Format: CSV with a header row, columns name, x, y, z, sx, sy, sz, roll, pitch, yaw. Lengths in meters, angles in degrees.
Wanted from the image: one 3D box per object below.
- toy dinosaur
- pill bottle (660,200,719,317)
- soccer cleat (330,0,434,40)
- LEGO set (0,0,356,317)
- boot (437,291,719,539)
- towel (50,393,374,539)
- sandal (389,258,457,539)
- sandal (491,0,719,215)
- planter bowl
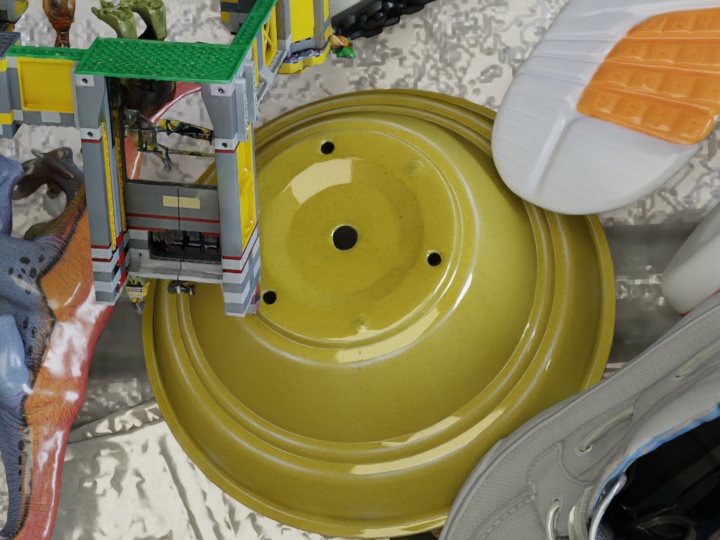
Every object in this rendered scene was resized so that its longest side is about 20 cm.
name,x,y,z,sx,sy,sz,roll,pitch,yaw
toy dinosaur,-0.136,0.028,0.962,0.200,0.105,0.182,-30,60,23
pill bottle,0.226,0.032,0.928,0.200,0.120,0.120,44,90,0
soccer cleat,0.049,-0.168,0.985,0.200,0.068,0.073,-29,82,26
LEGO set,-0.102,-0.052,0.923,0.200,0.154,0.116,0,121,3
boot,0.089,0.085,0.879,0.074,0.096,0.200,42,119,-2
towel,-0.054,0.145,1.008,0.132,0.034,0.200,-19,85,4
sandal,0.055,0.079,0.992,0.082,0.055,0.200,5,85,4
sandal,0.133,-0.102,0.972,0.079,0.059,0.207,31,79,18
planter bowl,0.000,0.000,0.962,0.200,0.083,0.201,-4,67,9
